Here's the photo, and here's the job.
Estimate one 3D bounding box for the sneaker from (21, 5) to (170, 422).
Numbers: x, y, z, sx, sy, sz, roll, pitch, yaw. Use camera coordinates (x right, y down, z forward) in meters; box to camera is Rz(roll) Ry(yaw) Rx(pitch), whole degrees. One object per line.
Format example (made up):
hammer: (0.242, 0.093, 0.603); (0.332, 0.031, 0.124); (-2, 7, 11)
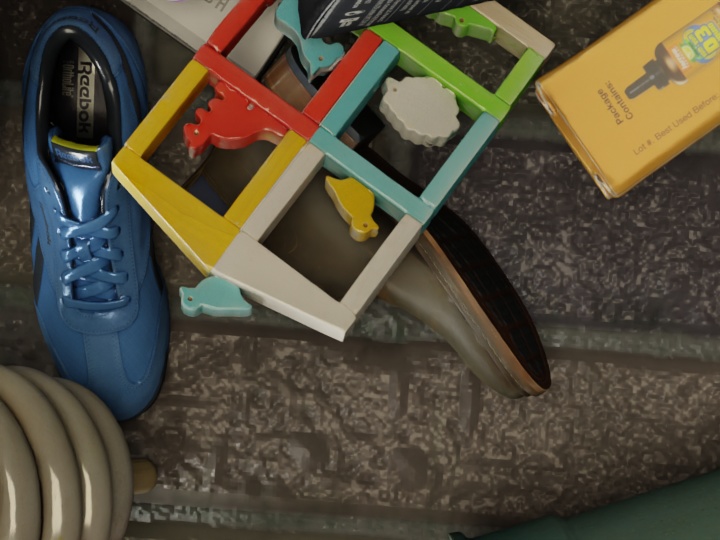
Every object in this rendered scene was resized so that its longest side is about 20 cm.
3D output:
sneaker: (-0.130, -0.024, 1.067); (0.065, 0.078, 0.202); (-3, 97, 3)

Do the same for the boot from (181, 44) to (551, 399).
boot: (0.000, 0.000, 1.067); (0.097, 0.075, 0.200); (-41, 81, 17)

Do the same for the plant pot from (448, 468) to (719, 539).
plant pot: (0.166, 0.174, 1.013); (0.195, 0.200, 0.201); (-22, 93, -2)

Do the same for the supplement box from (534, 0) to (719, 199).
supplement box: (0.177, -0.116, 1.037); (0.199, 0.069, 0.067); (-35, 91, 6)

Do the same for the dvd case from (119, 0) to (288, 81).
dvd case: (-0.057, -0.210, 1.068); (0.150, 0.025, 0.201); (35, 98, 1)

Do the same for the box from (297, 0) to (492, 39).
box: (0.059, -0.199, 0.986); (0.198, 0.104, 0.149); (-12, 86, -12)

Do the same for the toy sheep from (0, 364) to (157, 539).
toy sheep: (-0.171, 0.107, 1.037); (0.137, 0.199, 0.139); (4, 96, 35)

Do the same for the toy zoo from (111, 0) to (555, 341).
toy zoo: (-0.020, -0.061, 1.016); (0.131, 0.020, 0.200); (36, 75, 5)
